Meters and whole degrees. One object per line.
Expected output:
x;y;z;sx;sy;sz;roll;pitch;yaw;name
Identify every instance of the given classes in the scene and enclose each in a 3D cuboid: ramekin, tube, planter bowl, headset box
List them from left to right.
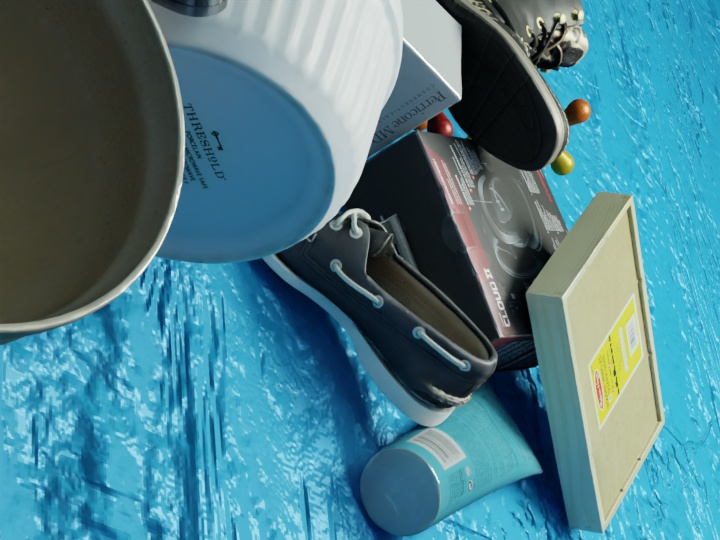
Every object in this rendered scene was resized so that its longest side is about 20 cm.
-0.184;-0.053;0.560;0.199;0.134;0.202;23;56;-37;planter bowl
-0.081;-0.092;0.723;0.200;0.199;0.106;38;45;-34;ramekin
0.063;0.114;0.918;0.078;0.050;0.200;63;25;6;tube
0.076;-0.009;1.013;0.199;0.077;0.150;-2;66;-57;headset box

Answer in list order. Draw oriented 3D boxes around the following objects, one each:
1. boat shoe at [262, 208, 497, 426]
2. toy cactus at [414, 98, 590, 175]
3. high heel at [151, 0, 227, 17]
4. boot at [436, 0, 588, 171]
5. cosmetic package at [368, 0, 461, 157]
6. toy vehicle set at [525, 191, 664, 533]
0.000;0.000;0.873;0.200;0.060;0.074;50;29;7;boat shoe
0.090;-0.145;1.157;0.199;0.102;0.166;0;54;-47;toy cactus
-0.131;-0.200;0.597;0.198;0.144;0.071;21;37;14;high heel
0.112;-0.158;1.056;0.150;0.073;0.200;-11;52;-45;boot
-0.035;-0.167;0.942;0.200;0.112;0.082;39;36;-29;cosmetic package
0.166;0.064;1.017;0.124;0.026;0.202;-48;134;-43;toy vehicle set
